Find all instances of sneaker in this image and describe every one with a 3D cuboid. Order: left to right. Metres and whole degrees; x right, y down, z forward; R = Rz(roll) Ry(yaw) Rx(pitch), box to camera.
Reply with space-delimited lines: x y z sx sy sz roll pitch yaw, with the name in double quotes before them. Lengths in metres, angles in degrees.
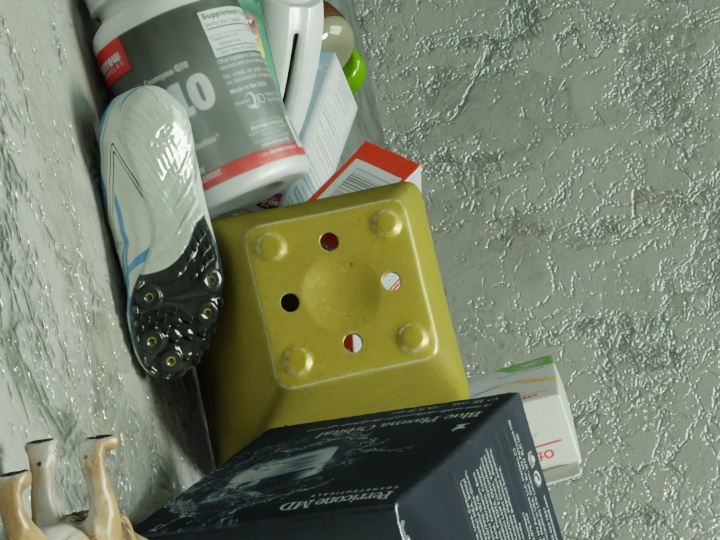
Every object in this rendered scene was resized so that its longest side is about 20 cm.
"sneaker" -0.139 -0.025 1.230 0.072 0.072 0.201 164 -80 -67

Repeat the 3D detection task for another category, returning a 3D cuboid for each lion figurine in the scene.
"lion figurine" -0.146 0.146 0.847 0.200 0.072 0.123 -9 93 -69

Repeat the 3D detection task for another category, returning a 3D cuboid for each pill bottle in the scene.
"pill bottle" -0.126 -0.141 1.307 0.114 0.114 0.201 3 62 -83

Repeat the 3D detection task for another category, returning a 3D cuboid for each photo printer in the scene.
"photo printer" -0.093 -0.197 1.528 0.200 0.069 0.167 -121 -142 -49

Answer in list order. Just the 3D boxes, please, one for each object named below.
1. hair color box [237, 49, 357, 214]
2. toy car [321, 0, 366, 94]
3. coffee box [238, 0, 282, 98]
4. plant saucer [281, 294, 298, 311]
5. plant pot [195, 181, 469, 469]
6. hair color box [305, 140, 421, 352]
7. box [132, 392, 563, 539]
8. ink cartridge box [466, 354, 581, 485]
"hair color box" -0.068 -0.093 1.624 0.099 0.060 0.201 64 41 -61
"toy car" -0.115 -0.242 1.754 0.200 0.158 0.164 51 5 23
"coffee box" -0.123 -0.166 1.447 0.044 0.123 0.201 -6 80 -41
"plant saucer" -0.055 0.021 1.589 0.200 0.037 0.201 -48 152 -36
"plant pot" -0.022 0.036 1.301 0.200 0.195 0.195 120 -42 -76
"hair color box" 0.000 0.000 1.561 0.111 0.064 0.200 -47 150 -34
"box" -0.006 0.170 1.103 0.200 0.196 0.118 -33 109 -60
"ink cartridge box" 0.128 0.139 1.573 0.200 0.117 0.068 -73 145 -80
